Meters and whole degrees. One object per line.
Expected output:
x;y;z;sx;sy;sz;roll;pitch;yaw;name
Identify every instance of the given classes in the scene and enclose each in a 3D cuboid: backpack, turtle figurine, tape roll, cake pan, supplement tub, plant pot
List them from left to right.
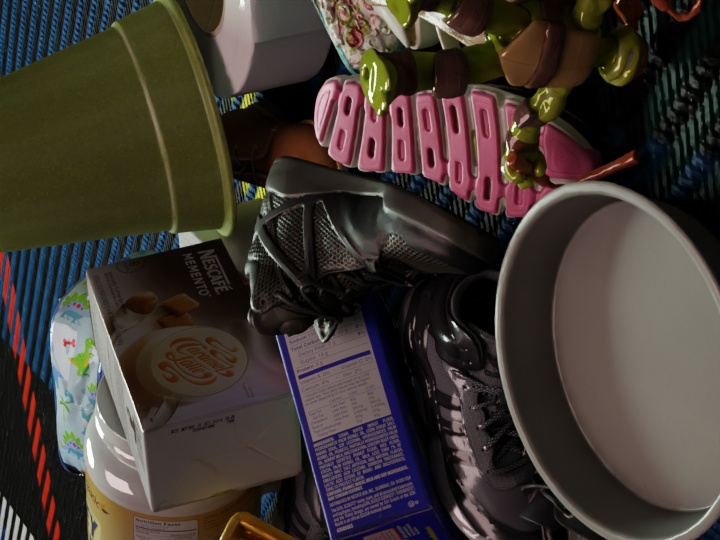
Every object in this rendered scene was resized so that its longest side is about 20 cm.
-0.216;-0.098;1.363;0.200;0.188;0.202;163;90;-76;plant pot
-0.184;0.094;1.601;0.146;0.182;0.202;19;127;36;backpack
-0.148;0.173;1.392;0.145;0.143;0.202;51;147;43;supplement tub
-0.092;-0.234;1.315;0.202;0.070;0.205;45;142;50;tape roll
0.088;-0.122;0.885;0.201;0.159;0.065;117;150;-47;turtle figurine
0.147;0.049;0.944;0.200;0.036;0.203;25;121;51;cake pan

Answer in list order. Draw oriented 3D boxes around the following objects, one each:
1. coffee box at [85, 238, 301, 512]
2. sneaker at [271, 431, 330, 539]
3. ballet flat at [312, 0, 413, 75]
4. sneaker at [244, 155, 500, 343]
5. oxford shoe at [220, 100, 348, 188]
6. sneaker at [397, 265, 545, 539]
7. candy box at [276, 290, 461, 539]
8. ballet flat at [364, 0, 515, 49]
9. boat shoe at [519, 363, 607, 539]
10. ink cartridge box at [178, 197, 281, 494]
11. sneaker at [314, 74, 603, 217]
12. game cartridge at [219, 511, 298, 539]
-0.125;0.072;1.282;0.201;0.113;0.080;-120;22;-51;coffee box
-0.020;0.204;1.391;0.114;0.075;0.202;-138;42;-56;sneaker
-0.013;-0.217;1.167;0.064;0.075;0.201;-44;65;34;ballet flat
0.000;0.000;1.083;0.198;0.076;0.115;14;82;44;sneaker
-0.068;-0.083;1.355;0.200;0.071;0.072;25;125;59;oxford shoe
0.084;0.082;1.095;0.114;0.075;0.202;122;131;-63;sneaker
0.002;0.100;1.198;0.169;0.076;0.202;63;-170;-66;candy box
0.044;-0.160;1.047;0.200;0.070;0.066;-146;48;-59;ballet flat
0.128;0.150;1.048;0.074;0.065;0.202;18;120;64;boat shoe
-0.084;0.062;1.461;0.147;0.085;0.202;38;136;53;ink cartridge box
0.069;-0.087;1.039;0.198;0.087;0.075;15;118;38;sneaker
-0.006;0.242;1.269;0.175;0.033;0.200;27;168;13;game cartridge
